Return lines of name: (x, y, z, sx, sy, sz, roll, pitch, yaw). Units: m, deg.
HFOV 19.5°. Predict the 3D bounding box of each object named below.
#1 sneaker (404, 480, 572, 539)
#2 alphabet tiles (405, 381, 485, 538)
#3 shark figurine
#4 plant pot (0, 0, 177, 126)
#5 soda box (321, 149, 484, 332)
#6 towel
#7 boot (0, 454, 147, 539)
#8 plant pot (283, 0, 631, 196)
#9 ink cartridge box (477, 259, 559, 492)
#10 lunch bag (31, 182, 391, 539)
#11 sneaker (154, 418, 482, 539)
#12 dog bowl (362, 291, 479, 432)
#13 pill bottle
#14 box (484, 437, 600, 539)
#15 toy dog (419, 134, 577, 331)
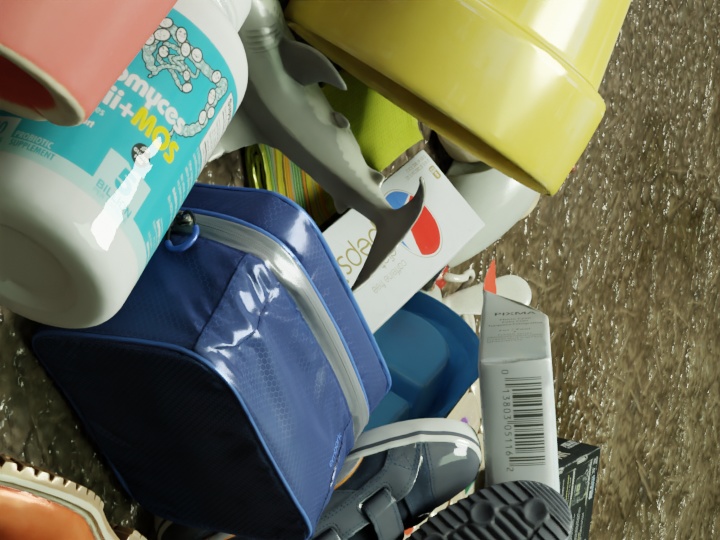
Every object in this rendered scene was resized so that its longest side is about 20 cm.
sneaker: (0.042, 0.198, 1.225, 0.199, 0.070, 0.082, -36, 154, 0)
alphabet tiles: (0.071, 0.164, 1.575, 0.196, 0.014, 0.201, -56, 142, -43)
shark figurine: (-0.044, -0.076, 1.219, 0.089, 0.215, 0.128, -31, 169, -9)
plant pot: (-0.148, -0.175, 0.930, 0.179, 0.199, 0.200, -64, 148, -10)
soda box: (0.000, 0.000, 1.319, 0.068, 0.064, 0.200, 49, 38, -1)
towel: (-0.014, -0.083, 1.354, 0.200, 0.018, 0.087, -43, 134, -50)
boot: (-0.176, 0.157, 1.070, 0.108, 0.074, 0.200, -65, 148, -19)
plant pot: (0.084, -0.176, 1.264, 0.190, 0.200, 0.201, -56, 149, 0)
ink cartridge box: (0.103, 0.097, 1.317, 0.200, 0.047, 0.162, -71, 157, -71)
lunch bag: (-0.077, 0.038, 1.147, 0.133, 0.135, 0.201, -61, 144, -33)
sneaker: (-0.018, 0.153, 1.216, 0.079, 0.198, 0.080, 69, 3, -50)
dog bowl: (0.002, 0.079, 1.331, 0.200, 0.111, 0.050, -43, 160, -54)
pill bottle: (-0.127, -0.079, 1.053, 0.201, 0.110, 0.111, -63, 146, -31)
box: (0.135, 0.245, 1.659, 0.160, 0.043, 0.202, -14, 112, -65)
toy dog: (0.091, -0.023, 1.473, 0.132, 0.096, 0.202, 21, 78, -54)
